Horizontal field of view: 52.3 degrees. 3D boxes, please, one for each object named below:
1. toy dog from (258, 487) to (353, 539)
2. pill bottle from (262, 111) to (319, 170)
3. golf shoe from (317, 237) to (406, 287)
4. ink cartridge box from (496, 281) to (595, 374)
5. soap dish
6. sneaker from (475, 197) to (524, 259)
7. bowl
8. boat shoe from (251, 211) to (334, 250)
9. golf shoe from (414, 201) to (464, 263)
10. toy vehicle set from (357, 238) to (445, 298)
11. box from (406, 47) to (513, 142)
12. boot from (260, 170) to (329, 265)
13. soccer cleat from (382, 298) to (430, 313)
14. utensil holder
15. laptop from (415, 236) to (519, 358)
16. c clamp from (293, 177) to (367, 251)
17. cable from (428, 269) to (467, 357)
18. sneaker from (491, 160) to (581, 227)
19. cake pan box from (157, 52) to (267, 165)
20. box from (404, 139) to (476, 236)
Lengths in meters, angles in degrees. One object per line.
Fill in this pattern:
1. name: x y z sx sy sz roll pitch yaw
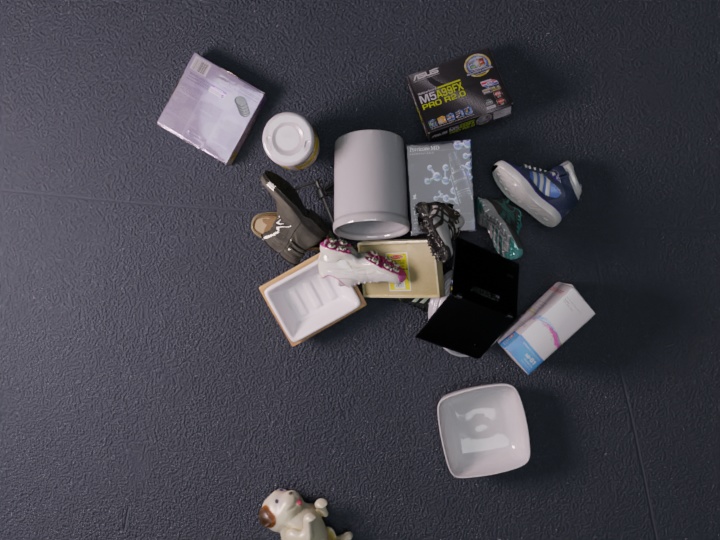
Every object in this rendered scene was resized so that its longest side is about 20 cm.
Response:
1. toy dog: -0.143 0.593 1.698 0.193 0.139 0.201 -34 94 40
2. pill bottle: -0.146 -0.276 1.600 0.110 0.200 0.113 0 93 1
3. golf shoe: 0.000 0.000 1.589 0.198 0.075 0.093 20 110 7
4. ink cartridge box: 0.408 0.125 1.634 0.200 0.145 0.085 -44 91 3
5. soap dish: -0.107 0.055 1.669 0.198 0.081 0.159 -29 101 3
6. sneaker: 0.325 -0.104 1.616 0.090 0.201 0.078 -11 133 -10
7. bowl: 0.280 0.360 1.687 0.197 0.075 0.203 -11 93 3
8. boat shoe: -0.156 -0.090 1.678 0.197 0.066 0.075 11 93 1
9. golf shoe: 0.174 -0.090 1.503 0.093 0.201 0.079 -10 126 -2
10. toy vehicle set: 0.087 -0.004 1.610 0.198 0.026 0.126 0 100 34
11. box: 0.219 -0.390 1.631 0.197 0.044 0.162 -18 68 3
12. boot: -0.175 -0.108 1.602 0.130 0.068 0.200 -38 104 21
13. soccer cleat: 0.143 0.065 1.680 0.197 0.068 0.082 -4 99 0
14. utensil holder: 0.020 -0.183 1.601 0.167 0.170 0.203 -3 78 2
15. laptop: 0.233 0.063 1.581 0.186 0.115 0.203 21 66 -29
16. c clamp: -0.047 -0.126 1.664 0.170 0.027 0.202 -30 95 -29
17. cable: 0.241 0.089 1.642 0.199 0.069 0.201 -39 117 -8
18. sneaker: 0.406 -0.209 1.649 0.200 0.081 0.147 42 70 1
19. cake pan box: -0.341 -0.368 1.676 0.198 0.052 0.186 29 92 0
20. box: 0.177 -0.183 1.643 0.146 0.107 0.203 -4 92 3
